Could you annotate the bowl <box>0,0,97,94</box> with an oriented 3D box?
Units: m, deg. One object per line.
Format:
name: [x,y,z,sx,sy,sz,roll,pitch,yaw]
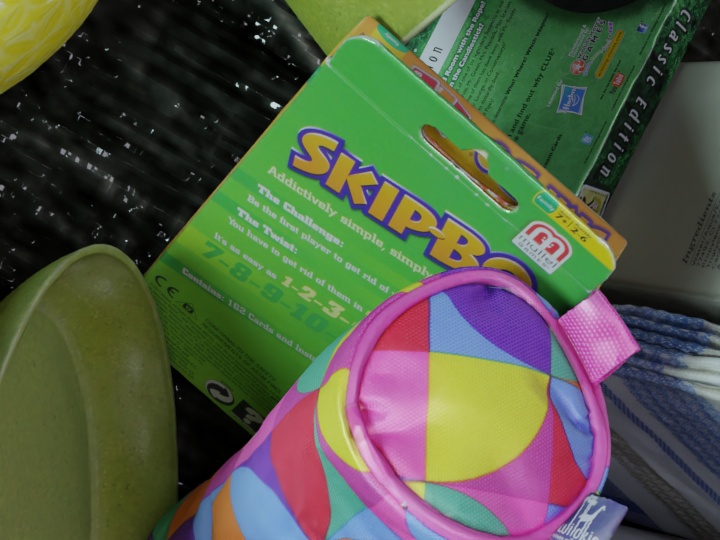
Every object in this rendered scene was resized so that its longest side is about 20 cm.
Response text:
bowl: [-0.144,-0.138,0.814,0.199,0.108,0.202,-1,94,-19]

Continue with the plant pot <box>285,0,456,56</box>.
plant pot: [-0.008,-0.190,0.798,0.200,0.187,0.187,44,79,-8]

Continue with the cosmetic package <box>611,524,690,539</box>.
cosmetic package: [0.110,0.116,0.900,0.199,0.151,0.052,14,88,-20]

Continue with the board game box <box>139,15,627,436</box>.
board game box: [0.000,0.000,0.822,0.095,0.200,0.030,41,60,-3]

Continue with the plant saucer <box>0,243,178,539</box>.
plant saucer: [-0.096,0.091,0.821,0.031,0.200,0.201,4,93,12]

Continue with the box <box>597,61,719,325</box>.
box: [0.118,-0.015,0.866,0.068,0.200,0.083,28,85,-19]

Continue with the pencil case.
pencil case: [0.003,0.068,0.806,0.088,0.200,0.089,9,65,-21]

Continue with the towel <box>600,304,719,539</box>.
towel: [0.105,0.050,0.850,0.147,0.199,0.024,43,70,-37]

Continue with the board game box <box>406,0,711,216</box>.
board game box: [0.064,-0.097,0.898,0.201,0.104,0.023,-62,146,-5]
